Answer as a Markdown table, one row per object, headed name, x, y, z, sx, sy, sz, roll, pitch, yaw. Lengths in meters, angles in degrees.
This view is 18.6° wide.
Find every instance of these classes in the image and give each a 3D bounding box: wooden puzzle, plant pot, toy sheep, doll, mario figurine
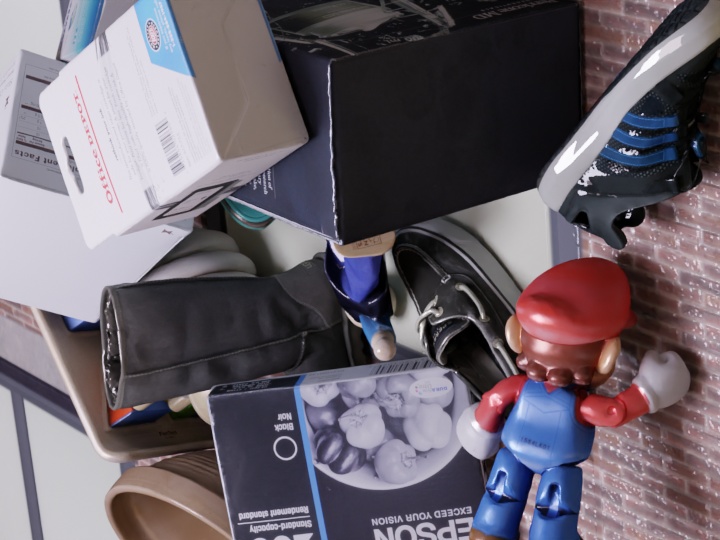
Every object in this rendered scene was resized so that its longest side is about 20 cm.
| name | x | y | z | sx | sy | sz | roll | pitch | yaw |
| --- | --- | --- | --- | --- | --- | --- | --- | --- | --- |
| wooden puzzle | -0.190 | 0.065 | 1.851 | 0.046 | 0.185 | 0.200 | -38 | 72 | 26 |
| plant pot | -0.106 | 0.214 | 1.824 | 0.200 | 0.093 | 0.201 | 29 | 150 | 18 |
| toy sheep | -0.137 | 0.034 | 1.782 | 0.138 | 0.138 | 0.200 | -50 | 59 | 53 |
| doll | 0.000 | 0.000 | 1.562 | 0.200 | 0.048 | 0.137 | 83 | 166 | -71 |
| mario figurine | 0.136 | 0.090 | 1.416 | 0.106 | 0.123 | 0.201 | -147 | 71 | -79 |

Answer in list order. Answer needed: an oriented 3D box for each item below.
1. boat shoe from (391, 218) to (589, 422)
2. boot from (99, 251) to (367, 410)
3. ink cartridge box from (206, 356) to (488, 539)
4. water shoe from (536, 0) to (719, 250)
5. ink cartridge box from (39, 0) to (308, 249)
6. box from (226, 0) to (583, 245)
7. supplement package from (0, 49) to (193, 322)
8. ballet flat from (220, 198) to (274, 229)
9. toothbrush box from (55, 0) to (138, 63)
| name | x | y | z | sx | sy | sz | roll | pitch | yaw |
| --- | --- | --- | --- | --- | --- | --- | --- | --- | --- |
| boat shoe | 0.074 | 0.035 | 1.521 | 0.200 | 0.064 | 0.071 | 46 | 140 | 35 |
| boot | -0.095 | 0.077 | 1.668 | 0.072 | 0.199 | 0.182 | 15 | 117 | 56 |
| ink cartridge box | -0.001 | 0.170 | 1.613 | 0.197 | 0.043 | 0.201 | -9 | 102 | 13 |
| water shoe | 0.183 | -0.089 | 1.314 | 0.079 | 0.072 | 0.200 | 38 | 141 | 0 |
| ink cartridge box | -0.122 | -0.097 | 1.375 | 0.200 | 0.068 | 0.116 | -28 | 79 | 56 |
| box | 0.007 | -0.115 | 1.422 | 0.196 | 0.200 | 0.124 | 25 | 124 | 49 |
| supplement package | -0.234 | -0.060 | 1.701 | 0.200 | 0.155 | 0.111 | -39 | 41 | 53 |
| ballet flat | -0.107 | -0.122 | 1.733 | 0.070 | 0.067 | 0.201 | 111 | 136 | -78 |
| toothbrush box | -0.131 | -0.176 | 1.586 | 0.200 | 0.146 | 0.086 | -167 | 91 | -74 |
